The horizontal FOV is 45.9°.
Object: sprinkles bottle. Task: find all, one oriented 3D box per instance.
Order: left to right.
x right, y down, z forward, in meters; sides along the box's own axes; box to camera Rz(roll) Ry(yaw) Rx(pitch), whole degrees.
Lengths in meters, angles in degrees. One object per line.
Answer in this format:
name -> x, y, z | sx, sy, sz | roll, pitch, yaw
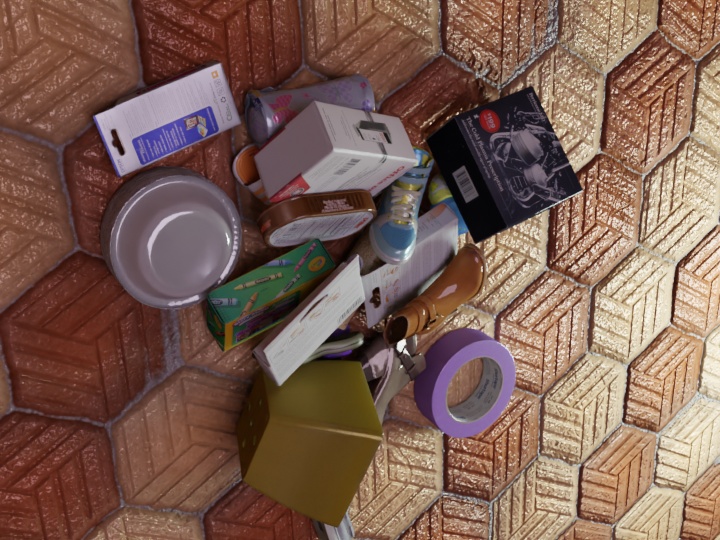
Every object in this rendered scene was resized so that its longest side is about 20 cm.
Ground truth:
sprinkles bottle -> 0.000, 0.000, 1.431 | 0.068, 0.068, 0.201 | 33, 89, -35

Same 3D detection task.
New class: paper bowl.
paper bowl -> -0.267, -0.042, 1.233 | 0.198, 0.104, 0.203 | -12, 114, -28

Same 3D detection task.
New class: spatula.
spatula -> -0.040, 0.183, 1.503 | 0.056, 0.021, 0.203 | -9, 115, -14

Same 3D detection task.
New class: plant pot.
plant pot -> -0.097, 0.264, 1.389 | 0.174, 0.201, 0.202 | 16, 115, -20

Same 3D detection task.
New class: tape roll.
tape roll -> 0.202, 0.216, 1.637 | 0.198, 0.065, 0.203 | -11, 112, -27

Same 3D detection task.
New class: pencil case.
pencil case -> -0.076, -0.242, 1.285 | 0.198, 0.091, 0.084 | -15, 147, -25

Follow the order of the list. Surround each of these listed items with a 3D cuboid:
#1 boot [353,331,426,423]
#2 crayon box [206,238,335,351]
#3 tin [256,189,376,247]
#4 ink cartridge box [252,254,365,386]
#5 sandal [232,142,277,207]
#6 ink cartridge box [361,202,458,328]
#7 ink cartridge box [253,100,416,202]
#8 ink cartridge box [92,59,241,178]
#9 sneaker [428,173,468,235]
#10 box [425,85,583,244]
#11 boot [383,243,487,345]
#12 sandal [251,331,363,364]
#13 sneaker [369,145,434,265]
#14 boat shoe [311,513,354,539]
boot -> 0.056, 0.203, 1.544 | 0.145, 0.070, 0.202 | -25, 124, -28
crayon box -> -0.141, 0.039, 1.327 | 0.198, 0.059, 0.119 | -28, 162, -21
tin -> -0.064, -0.078, 1.300 | 0.198, 0.112, 0.042 | -10, 75, -36
ink cartridge box -> -0.078, 0.067, 1.287 | 0.200, 0.045, 0.177 | -45, 160, -15
sandal -> -0.108, -0.121, 1.325 | 0.079, 0.059, 0.206 | -52, 125, -5
ink cartridge box -> 0.078, -0.006, 1.455 | 0.198, 0.050, 0.163 | -30, 148, -14
ink cartridge box -> -0.035, -0.167, 1.263 | 0.146, 0.084, 0.199 | -33, 161, 35
ink cartridge box -> -0.273, -0.216, 1.204 | 0.199, 0.037, 0.096 | -30, 122, -22
sneaker -> 0.200, -0.115, 1.516 | 0.197, 0.076, 0.106 | 4, 118, -25
box -> 0.241, -0.178, 1.427 | 0.181, 0.104, 0.202 | -25, 88, -28
boot -> 0.127, 0.049, 1.453 | 0.154, 0.074, 0.201 | -23, 149, -38
sandal -> -0.090, 0.118, 1.419 | 0.199, 0.080, 0.058 | -12, 99, -27
sneaker -> 0.067, -0.117, 1.342 | 0.078, 0.202, 0.131 | 11, 139, -6
boat shoe -> -0.054, 0.433, 1.568 | 0.071, 0.070, 0.203 | -31, 126, -29
